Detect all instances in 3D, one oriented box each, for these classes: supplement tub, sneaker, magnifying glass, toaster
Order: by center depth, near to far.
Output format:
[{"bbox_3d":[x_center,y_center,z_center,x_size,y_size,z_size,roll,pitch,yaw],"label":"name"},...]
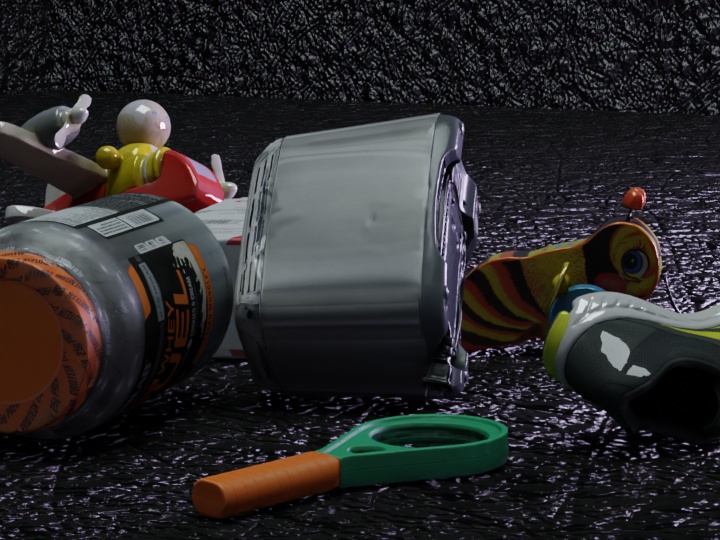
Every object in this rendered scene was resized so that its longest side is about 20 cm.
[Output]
[{"bbox_3d":[-0.003,0.098,1.141,0.079,0.023,0.200,8,10,44],"label":"magnifying glass"},{"bbox_3d":[0.198,0.063,1.241,0.199,0.075,0.085,1,32,-25],"label":"sneaker"},{"bbox_3d":[-0.159,0.026,1.282,0.122,0.123,0.200,2,10,17],"label":"supplement tub"},{"bbox_3d":[0.000,0.000,1.354,0.129,0.201,0.114,-3,-36,12],"label":"toaster"}]

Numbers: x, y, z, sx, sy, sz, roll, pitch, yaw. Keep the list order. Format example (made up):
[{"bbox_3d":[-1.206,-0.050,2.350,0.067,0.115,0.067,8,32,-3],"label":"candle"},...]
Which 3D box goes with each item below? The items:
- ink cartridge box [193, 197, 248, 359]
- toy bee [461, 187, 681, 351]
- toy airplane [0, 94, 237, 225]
[{"bbox_3d":[-0.055,0.003,1.553,0.144,0.084,0.200,1,10,15],"label":"ink cartridge box"},{"bbox_3d":[0.156,0.000,1.483,0.199,0.109,0.131,-2,7,-10],"label":"toy bee"},{"bbox_3d":[-0.197,-0.071,1.844,0.198,0.142,0.200,14,-11,5],"label":"toy airplane"}]
